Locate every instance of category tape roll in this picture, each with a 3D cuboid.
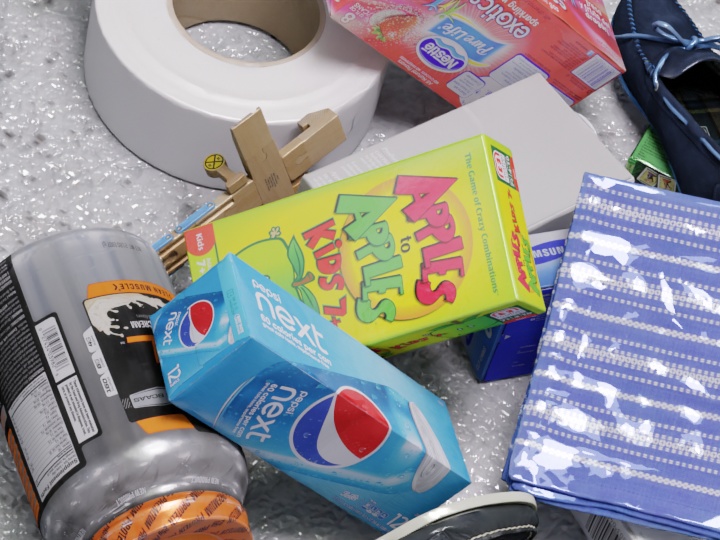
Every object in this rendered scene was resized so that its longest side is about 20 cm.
[{"bbox_3d":[-0.079,-0.150,1.652,0.202,0.071,0.203,7,51,-9],"label":"tape roll"}]

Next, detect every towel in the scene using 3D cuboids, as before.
[{"bbox_3d":[0.173,0.050,1.468,0.144,0.024,0.201,13,79,13],"label":"towel"}]

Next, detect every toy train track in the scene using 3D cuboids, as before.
[{"bbox_3d":[-0.096,-0.038,1.554,0.200,0.115,0.033,-38,50,-16],"label":"toy train track"}]

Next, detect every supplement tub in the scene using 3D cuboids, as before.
[{"bbox_3d":[-0.139,0.085,1.418,0.122,0.123,0.200,-12,57,-22],"label":"supplement tub"}]

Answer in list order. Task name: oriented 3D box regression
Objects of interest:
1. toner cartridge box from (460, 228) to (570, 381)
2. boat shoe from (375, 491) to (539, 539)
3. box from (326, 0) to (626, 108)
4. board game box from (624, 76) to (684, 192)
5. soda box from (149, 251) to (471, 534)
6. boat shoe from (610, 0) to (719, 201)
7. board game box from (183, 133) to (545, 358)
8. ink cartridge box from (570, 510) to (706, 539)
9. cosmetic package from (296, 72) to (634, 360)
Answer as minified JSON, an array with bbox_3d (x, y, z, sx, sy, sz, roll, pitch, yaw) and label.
[{"bbox_3d":[0.168,0.011,1.570,0.199,0.095,0.043,-9,54,-21],"label":"toner cartridge box"},{"bbox_3d":[0.022,0.184,1.413,0.199,0.075,0.066,-15,62,-26],"label":"boat shoe"},{"bbox_3d":[0.069,-0.178,1.626,0.200,0.102,0.095,31,35,-43],"label":"box"},{"bbox_3d":[0.286,-0.057,1.699,0.199,0.023,0.105,28,52,9],"label":"board game box"},{"bbox_3d":[-0.026,0.074,1.415,0.200,0.064,0.068,35,26,-40],"label":"soda box"},{"bbox_3d":[0.230,-0.121,1.677,0.084,0.069,0.200,-11,55,-22],"label":"boat shoe"},{"bbox_3d":[0.000,0.000,1.477,0.199,0.048,0.102,-17,73,21],"label":"board game box"},{"bbox_3d":[0.222,0.116,1.530,0.199,0.050,0.109,-16,58,-26],"label":"ink cartridge box"},{"bbox_3d":[0.061,-0.035,1.588,0.199,0.090,0.107,-22,61,-31],"label":"cosmetic package"}]
